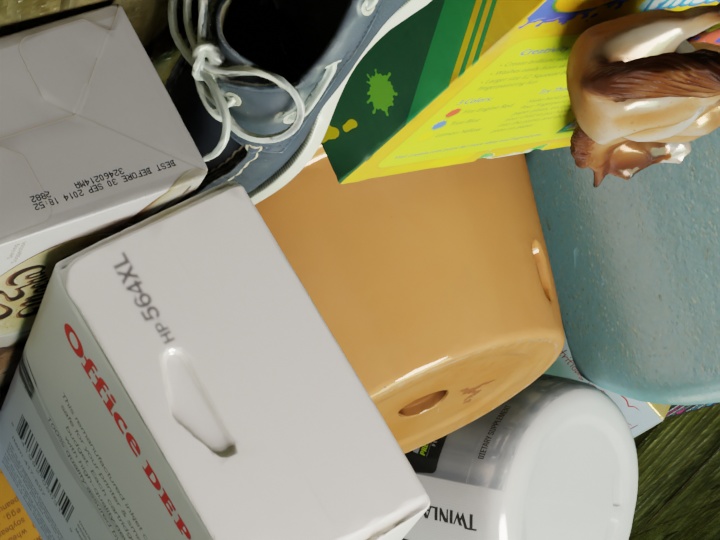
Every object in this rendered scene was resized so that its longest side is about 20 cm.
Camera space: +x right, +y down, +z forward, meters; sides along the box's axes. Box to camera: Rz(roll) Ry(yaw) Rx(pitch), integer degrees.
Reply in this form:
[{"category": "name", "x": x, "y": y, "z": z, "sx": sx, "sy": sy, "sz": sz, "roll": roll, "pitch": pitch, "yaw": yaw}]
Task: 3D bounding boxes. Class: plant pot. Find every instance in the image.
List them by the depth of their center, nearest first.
[{"category": "plant pot", "x": 0.000, "y": 0.000, "z": 1.224, "sx": 0.199, "sy": 0.140, "sz": 0.200, "roll": -23, "pitch": 163, "yaw": -7}, {"category": "plant pot", "x": 0.194, "y": -0.033, "z": 1.350, "sx": 0.195, "sy": 0.197, "sz": 0.200, "roll": -10, "pitch": 171, "yaw": -44}]

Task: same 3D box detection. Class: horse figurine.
[{"category": "horse figurine", "x": 0.128, "y": -0.072, "z": 1.058, "sx": 0.132, "sy": 0.050, "sz": 0.200, "roll": -12, "pitch": 177, "yaw": 15}]

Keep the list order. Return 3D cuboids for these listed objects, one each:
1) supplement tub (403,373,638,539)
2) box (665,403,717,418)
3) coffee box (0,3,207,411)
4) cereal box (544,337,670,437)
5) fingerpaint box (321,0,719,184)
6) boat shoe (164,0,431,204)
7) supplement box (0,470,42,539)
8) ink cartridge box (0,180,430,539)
[{"category": "supplement tub", "x": 0.030, "y": 0.103, "z": 1.409, "sx": 0.199, "sy": 0.123, "sz": 0.122, "roll": 8, "pitch": -171, "yaw": 39}, {"category": "box", "x": 0.188, "y": 0.006, "z": 1.562, "sx": 0.200, "sy": 0.123, "sz": 0.106, "roll": -11, "pitch": 158, "yaw": -44}, {"category": "coffee box", "x": -0.151, "y": -0.008, "z": 1.068, "sx": 0.113, "sy": 0.080, "sz": 0.200, "roll": -20, "pitch": 164, "yaw": -31}, {"category": "cereal box", "x": 0.052, "y": 0.062, "z": 1.492, "sx": 0.200, "sy": 0.144, "sz": 0.040, "roll": -34, "pitch": -167, "yaw": 36}, {"category": "fingerpaint box", "x": 0.093, "y": -0.116, "z": 1.114, "sx": 0.199, "sy": 0.074, "sz": 0.167, "roll": -11, "pitch": 160, "yaw": -42}, {"category": "boat shoe", "x": -0.030, "y": -0.086, "z": 1.020, "sx": 0.062, "sy": 0.075, "sz": 0.200, "roll": -10, "pitch": 156, "yaw": -49}, {"category": "supplement box", "x": -0.152, "y": 0.144, "z": 1.336, "sx": 0.069, "sy": 0.201, "sz": 0.066, "roll": -30, "pitch": 164, "yaw": 17}, {"category": "ink cartridge box", "x": -0.064, "y": 0.077, "z": 1.069, "sx": 0.084, "sy": 0.146, "sz": 0.200, "roll": -27, "pitch": 168, "yaw": -24}]
